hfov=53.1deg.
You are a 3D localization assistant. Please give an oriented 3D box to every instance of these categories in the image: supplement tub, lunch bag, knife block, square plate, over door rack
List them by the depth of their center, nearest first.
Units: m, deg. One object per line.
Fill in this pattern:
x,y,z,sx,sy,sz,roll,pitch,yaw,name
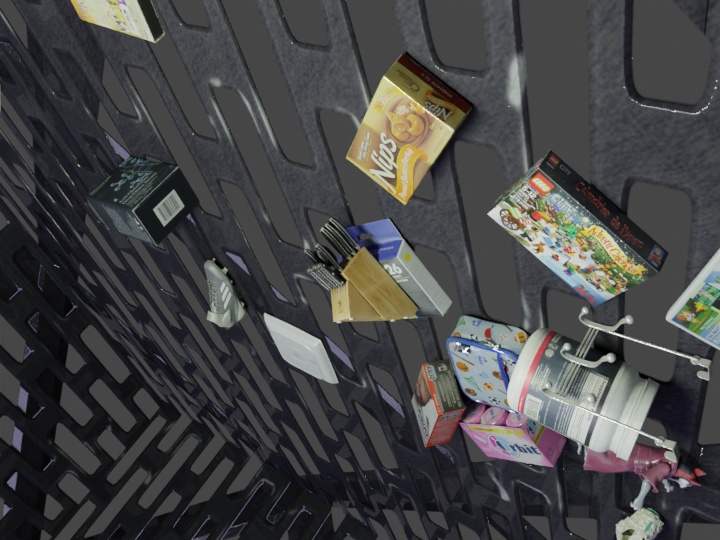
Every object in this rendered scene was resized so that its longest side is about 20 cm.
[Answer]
0.372,0.145,1.002,0.198,0.149,0.067,25,156,27,over door rack
0.339,0.188,1.109,0.197,0.141,0.142,24,149,25,supplement tub
0.000,0.000,1.270,0.197,0.180,0.064,1,171,-31,knife block
0.243,0.170,1.281,0.158,0.076,0.202,14,145,36,lunch bag
-0.160,0.212,1.894,0.196,0.029,0.202,22,148,31,square plate

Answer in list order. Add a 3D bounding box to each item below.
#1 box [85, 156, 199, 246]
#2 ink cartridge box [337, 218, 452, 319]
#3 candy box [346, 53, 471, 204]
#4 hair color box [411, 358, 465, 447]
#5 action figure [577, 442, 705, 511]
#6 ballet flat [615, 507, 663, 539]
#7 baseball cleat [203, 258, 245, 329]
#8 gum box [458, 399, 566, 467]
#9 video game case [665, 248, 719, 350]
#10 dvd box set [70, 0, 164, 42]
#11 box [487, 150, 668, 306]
-0.488,-0.159,1.617,0.197,0.149,0.108,14,144,38,box
0.043,0.006,1.317,0.200,0.047,0.196,49,152,-21,ink cartridge box
0.060,-0.187,0.992,0.115,0.056,0.200,38,153,2,candy box
0.158,0.280,1.502,0.201,0.063,0.113,97,160,-58,hair color box
0.475,0.313,1.215,0.197,0.133,0.152,4,96,30,action figure
0.550,0.536,1.452,0.071,0.072,0.202,27,151,22,ballet flat
-0.365,0.071,1.853,0.069,0.107,0.202,17,144,44,baseball cleat
0.296,0.321,1.443,0.114,0.066,0.199,48,152,-18,gum box
0.486,0.051,0.855,0.180,0.022,0.201,31,152,16,video game case
-0.428,-0.471,1.204,0.197,0.030,0.148,23,149,28,dvd box set
0.279,-0.049,0.944,0.199,0.038,0.137,40,153,-1,box
